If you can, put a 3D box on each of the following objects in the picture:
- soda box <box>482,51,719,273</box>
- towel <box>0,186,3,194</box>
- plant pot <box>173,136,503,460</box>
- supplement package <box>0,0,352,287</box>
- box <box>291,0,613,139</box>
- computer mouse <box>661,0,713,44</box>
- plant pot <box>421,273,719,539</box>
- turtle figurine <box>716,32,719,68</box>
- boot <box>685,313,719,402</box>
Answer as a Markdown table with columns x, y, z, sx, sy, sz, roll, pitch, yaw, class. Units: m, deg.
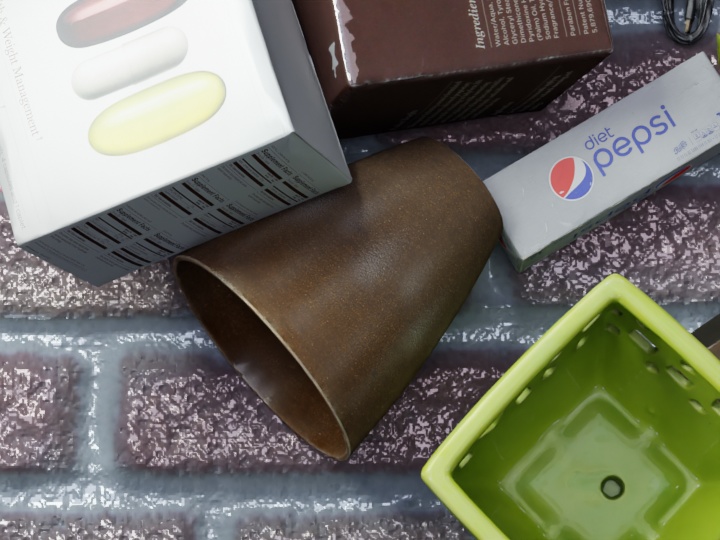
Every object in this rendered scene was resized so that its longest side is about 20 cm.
| x | y | z | sx | sy | sz | roll | pitch | yaw | class |
| --- | --- | --- | --- | --- | --- | --- | --- | --- | --- |
| 0.186 | -0.080 | 1.614 | 0.199 | 0.063 | 0.068 | -31 | 81 | -3 | soda box |
| -0.159 | -0.113 | 1.592 | 0.199 | 0.030 | 0.147 | 3 | 57 | 2 | towel |
| 0.000 | 0.000 | 1.560 | 0.200 | 0.187 | 0.187 | -41 | 82 | -15 | plant pot |
| -0.141 | -0.123 | 1.461 | 0.199 | 0.147 | 0.192 | -22 | 75 | 10 | supplement package |
| 0.052 | -0.200 | 1.563 | 0.199 | 0.166 | 0.165 | -9 | 82 | -16 | box |
| 0.268 | -0.271 | 1.663 | 0.058 | 0.034 | 0.201 | 19 | 86 | -15 | computer mouse |
| 0.174 | 0.147 | 1.519 | 0.200 | 0.182 | 0.199 | 44 | 84 | 8 | plant pot |
| 0.357 | -0.151 | 1.621 | 0.160 | 0.064 | 0.201 | -16 | 81 | -1 | turtle figurine |
| 0.330 | 0.041 | 1.598 | 0.199 | 0.074 | 0.076 | -33 | 100 | 0 | boot |
